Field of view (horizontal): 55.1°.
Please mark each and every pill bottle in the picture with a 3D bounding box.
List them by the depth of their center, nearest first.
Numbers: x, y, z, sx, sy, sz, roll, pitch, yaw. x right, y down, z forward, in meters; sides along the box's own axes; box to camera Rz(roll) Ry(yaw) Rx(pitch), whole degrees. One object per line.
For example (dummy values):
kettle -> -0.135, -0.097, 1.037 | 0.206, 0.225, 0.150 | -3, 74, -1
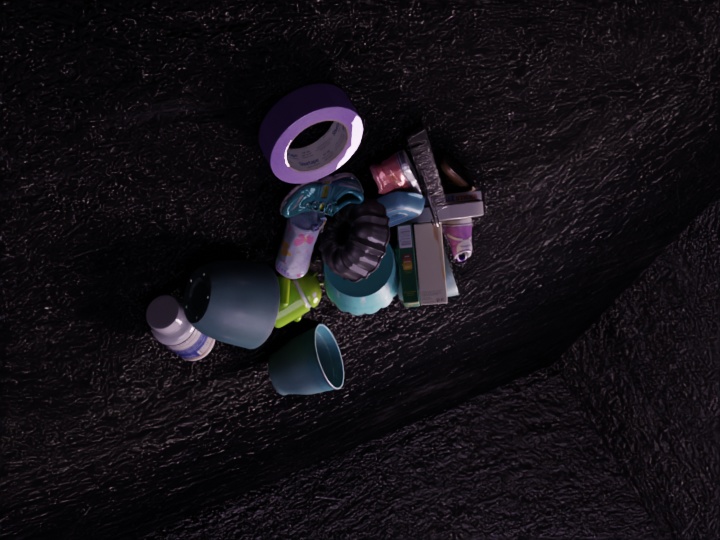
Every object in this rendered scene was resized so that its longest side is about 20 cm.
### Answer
pill bottle -> -0.429, 0.134, 1.641 | 0.109, 0.112, 0.201 | -28, 154, -3

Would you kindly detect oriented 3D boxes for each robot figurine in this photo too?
robot figurine -> -0.187, 0.068, 1.768 | 0.198, 0.117, 0.176 | -29, 158, -1

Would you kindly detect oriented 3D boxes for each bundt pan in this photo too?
bundt pan -> -0.025, -0.080, 1.595 | 0.075, 0.204, 0.202 | 15, 131, -42

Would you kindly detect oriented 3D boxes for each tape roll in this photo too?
tape roll -> -0.095, -0.262, 1.337 | 0.197, 0.066, 0.201 | -24, 153, -13
tape roll -> 0.214, -0.149, 1.759 | 0.198, 0.038, 0.203 | -7, -174, 1

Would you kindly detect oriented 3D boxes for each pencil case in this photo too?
pencil case -> -0.142, -0.067, 1.614 | 0.090, 0.084, 0.201 | -23, 155, -34

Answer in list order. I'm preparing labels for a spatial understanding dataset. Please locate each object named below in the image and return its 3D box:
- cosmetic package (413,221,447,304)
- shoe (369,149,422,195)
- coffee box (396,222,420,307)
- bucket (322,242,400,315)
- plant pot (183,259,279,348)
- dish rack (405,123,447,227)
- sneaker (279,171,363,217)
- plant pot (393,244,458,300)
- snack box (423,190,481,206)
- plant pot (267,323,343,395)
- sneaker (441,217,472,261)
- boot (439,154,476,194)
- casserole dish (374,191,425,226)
cosmetic package -> 0.178, -0.022, 1.752 | 0.069, 0.205, 0.105 | -5, -173, 6
shoe -> 0.084, -0.212, 1.617 | 0.089, 0.073, 0.200 | -19, 160, 11
coffee box -> 0.121, -0.012, 1.755 | 0.043, 0.205, 0.123 | -6, 174, 5
bucket -> 0.000, 0.000, 1.738 | 0.204, 0.210, 0.135 | -26, 162, -6
plant pot -> -0.305, 0.068, 1.571 | 0.159, 0.203, 0.201 | 13, 133, -41
dish rack -> 0.152, -0.203, 1.528 | 0.054, 0.203, 0.154 | -19, 140, 8
sneaker -> -0.083, -0.158, 1.517 | 0.197, 0.080, 0.078 | -20, 153, -18
plant pot -> 0.163, -0.004, 1.909 | 0.158, 0.204, 0.201 | -19, 155, 4
snack box -> 0.201, -0.178, 1.739 | 0.195, 0.025, 0.072 | -7, -176, -6
plant pot -> -0.174, 0.289, 2.113 | 0.185, 0.204, 0.200 | -20, 157, 16
sneaker -> 0.249, -0.085, 1.841 | 0.071, 0.117, 0.201 | -8, -172, -4
boot -> 0.229, -0.228, 1.736 | 0.074, 0.075, 0.199 | -26, 158, 18
casserole dish -> 0.068, -0.140, 1.661 | 0.120, 0.040, 0.198 | 8, 160, -43
